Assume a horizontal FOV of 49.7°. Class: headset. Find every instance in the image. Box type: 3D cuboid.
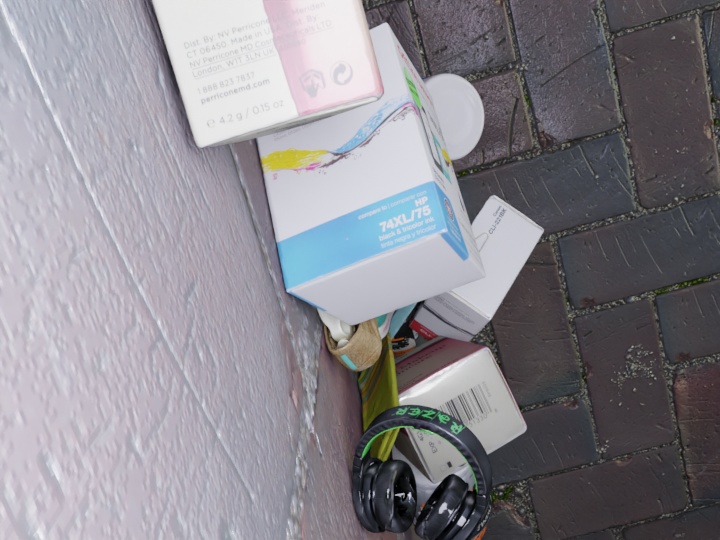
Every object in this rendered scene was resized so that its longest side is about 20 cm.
[{"bbox_3d":[0.047,0.218,0.689,0.094,0.122,0.202,-47,144,-57],"label":"headset"}]

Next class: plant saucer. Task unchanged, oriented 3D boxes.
[{"bbox_3d":[0.056,0.051,1.034,0.019,0.201,0.070,35,7,-3],"label":"plant saucer"}]

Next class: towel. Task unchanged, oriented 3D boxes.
[{"bbox_3d":[0.019,0.144,0.870,0.200,0.018,0.087,-95,-158,-68],"label":"towel"}]

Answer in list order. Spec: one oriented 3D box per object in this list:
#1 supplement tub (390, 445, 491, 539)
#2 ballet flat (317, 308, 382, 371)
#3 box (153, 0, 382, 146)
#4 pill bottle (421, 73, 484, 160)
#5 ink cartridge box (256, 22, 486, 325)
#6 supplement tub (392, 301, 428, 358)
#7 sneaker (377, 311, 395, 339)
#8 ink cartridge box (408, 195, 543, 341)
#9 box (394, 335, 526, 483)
[{"bbox_3d":[0.119,0.305,1.101,0.123,0.121,0.201,-101,173,-49],"label":"supplement tub"},{"bbox_3d":[-0.026,0.005,0.807,0.072,0.067,0.202,28,47,-56],"label":"ballet flat"},{"bbox_3d":[-0.062,-0.186,0.458,0.128,0.108,0.202,-83,159,-78],"label":"box"},{"bbox_3d":[0.074,-0.206,1.081,0.200,0.111,0.113,14,-57,64],"label":"pill bottle"},{"bbox_3d":[0.006,-0.079,0.704,0.147,0.145,0.202,34,39,-64],"label":"ink cartridge box"},{"bbox_3d":[0.048,0.047,1.173,0.201,0.121,0.123,70,7,-49],"label":"supplement tub"},{"bbox_3d":[0.000,0.000,0.964,0.200,0.082,0.122,-80,163,-71],"label":"sneaker"},{"bbox_3d":[0.148,0.013,1.029,0.083,0.145,0.200,33,-19,6],"label":"ink cartridge box"},{"bbox_3d":[0.095,0.160,0.946,0.110,0.127,0.200,63,-9,-4],"label":"box"}]
